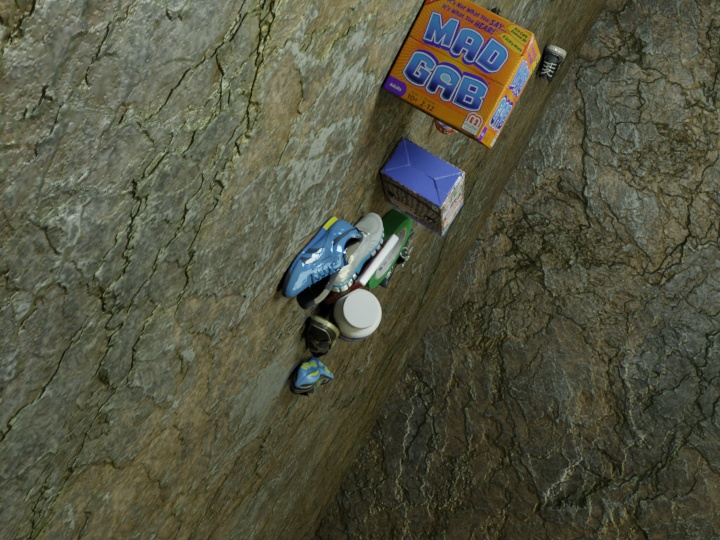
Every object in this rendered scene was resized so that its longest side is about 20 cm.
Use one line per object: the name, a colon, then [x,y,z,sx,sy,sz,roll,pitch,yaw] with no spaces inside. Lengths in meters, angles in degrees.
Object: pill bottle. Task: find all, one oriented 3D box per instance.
pill bottle: [-0.012,0.104,1.866,0.113,0.111,0.200,-56,180,-12]

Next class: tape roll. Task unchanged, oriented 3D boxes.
tape roll: [0.057,-0.053,2.013,0.201,0.048,0.201,-55,167,-20]

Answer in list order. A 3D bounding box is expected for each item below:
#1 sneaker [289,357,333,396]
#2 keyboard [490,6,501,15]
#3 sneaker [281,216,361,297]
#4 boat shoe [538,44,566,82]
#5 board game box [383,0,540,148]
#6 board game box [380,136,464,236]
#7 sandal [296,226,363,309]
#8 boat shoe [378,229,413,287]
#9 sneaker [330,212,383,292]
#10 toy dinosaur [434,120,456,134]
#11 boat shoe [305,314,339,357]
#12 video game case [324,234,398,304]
sneaker: [-0.127,0.267,2.003,0.083,0.071,0.199,-47,168,10]
keyboard: [0.323,-0.526,1.880,0.201,0.020,0.128,64,30,-54]
sneaker: [-0.072,-0.017,1.544,0.201,0.078,0.066,-51,167,-27]
boat shoe: [0.653,-0.704,2.763,0.094,0.074,0.200,-68,167,6]
board game box: [0.193,-0.367,1.491,0.201,0.198,0.200,-62,167,11]
board game box: [0.140,-0.183,1.792,0.097,0.158,0.200,-56,166,-9]
sandal: [-0.071,-0.011,1.614,0.043,0.076,0.201,46,68,-33]
boat shoe: [0.095,-0.037,2.156,0.200,0.061,0.075,-52,163,-33]
sneaker: [-0.013,-0.053,1.708,0.201,0.074,0.087,-59,153,-25]
toy dinosaur: [0.247,-0.403,1.895,0.181,0.105,0.200,-43,-174,21]
boat shoe: [-0.092,0.159,1.862,0.066,0.071,0.201,-60,172,-16]
video game case: [0.000,0.000,1.799,0.143,0.017,0.200,-53,-170,-27]
